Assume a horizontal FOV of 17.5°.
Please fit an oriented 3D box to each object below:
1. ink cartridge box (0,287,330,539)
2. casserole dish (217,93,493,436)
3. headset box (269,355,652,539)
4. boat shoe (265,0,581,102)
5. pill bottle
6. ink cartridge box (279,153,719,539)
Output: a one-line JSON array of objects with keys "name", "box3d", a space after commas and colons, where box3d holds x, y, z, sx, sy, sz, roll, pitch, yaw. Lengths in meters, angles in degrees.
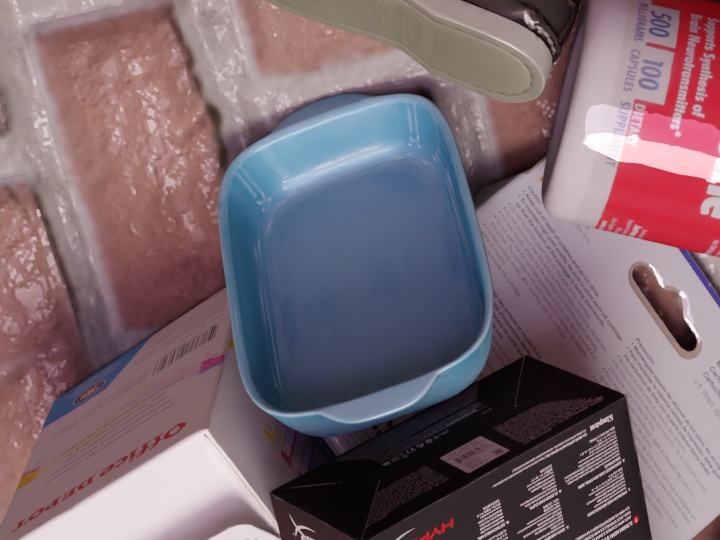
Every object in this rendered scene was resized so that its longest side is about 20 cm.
[{"name": "ink cartridge box", "box3d": [-0.080, 0.119, 1.112, 0.128, 0.200, 0.126, -32, 107, 16]}, {"name": "casserole dish", "box3d": [0.000, 0.000, 1.077, 0.120, 0.201, 0.039, -19, 136, 8]}, {"name": "headset box", "box3d": [0.058, 0.163, 1.041, 0.148, 0.077, 0.201, -26, 118, -27]}, {"name": "boat shoe", "box3d": [0.004, -0.147, 1.076, 0.200, 0.061, 0.072, 27, 157, 4]}, {"name": "pill bottle", "box3d": [0.189, -0.057, 1.063, 0.199, 0.112, 0.113, 12, 113, 0]}, {"name": "ink cartridge box", "box3d": [0.088, 0.064, 1.136, 0.200, 0.043, 0.197, -39, 101, -14]}]
